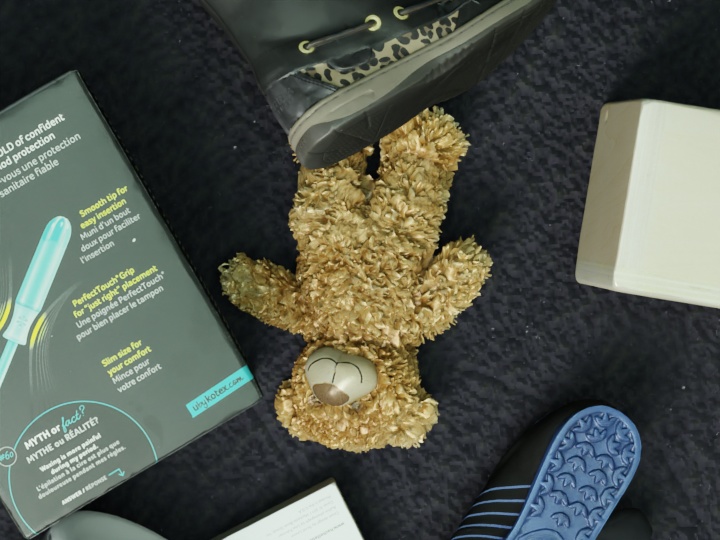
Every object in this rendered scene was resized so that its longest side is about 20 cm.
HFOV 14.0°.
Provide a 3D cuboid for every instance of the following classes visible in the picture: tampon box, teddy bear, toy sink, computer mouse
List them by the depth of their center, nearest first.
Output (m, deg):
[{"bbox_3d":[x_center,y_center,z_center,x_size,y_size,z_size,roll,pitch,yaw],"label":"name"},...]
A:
[{"bbox_3d":[-0.165,0.015,1.565,0.150,0.126,0.200,-30,94,-3],"label":"tampon box"},{"bbox_3d":[0.231,-0.030,1.596,0.199,0.130,0.112,9,91,-4],"label":"toy sink"},{"bbox_3d":[0.000,0.000,1.608,0.145,0.067,0.200,23,90,-3],"label":"teddy bear"},{"bbox_3d":[0.105,0.216,1.615,0.034,0.059,0.200,29,72,1],"label":"computer mouse"}]

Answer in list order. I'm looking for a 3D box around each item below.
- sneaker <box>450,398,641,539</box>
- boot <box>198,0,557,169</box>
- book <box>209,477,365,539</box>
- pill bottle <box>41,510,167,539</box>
[{"bbox_3d":[0.084,0.158,1.614,0.070,0.078,0.200,38,86,-6],"label":"sneaker"},{"bbox_3d":[0.003,-0.157,1.591,0.200,0.073,0.151,-34,76,-26],"label":"boot"},{"bbox_3d":[-0.029,0.235,1.628,0.133,0.048,0.200,-27,93,-2],"label":"book"},{"bbox_3d":[-0.163,0.238,1.575,0.106,0.106,0.200,27,106,-6],"label":"pill bottle"}]
